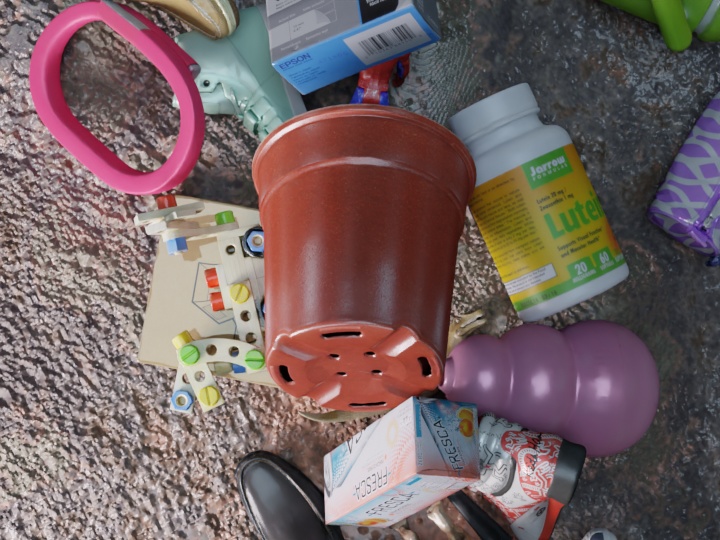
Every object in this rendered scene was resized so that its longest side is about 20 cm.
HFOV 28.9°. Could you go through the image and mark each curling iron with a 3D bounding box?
[{"bbox_3d":[0.136,0.260,1.274,0.025,0.050,0.201,-31,116,10],"label":"curling iron"}]

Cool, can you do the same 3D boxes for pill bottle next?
[{"bbox_3d":[0.158,-0.064,1.285,0.110,0.111,0.202,-24,89,-2],"label":"pill bottle"}]

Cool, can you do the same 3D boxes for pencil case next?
[{"bbox_3d":[0.346,-0.110,1.305,0.083,0.085,0.201,30,87,-2],"label":"pencil case"}]

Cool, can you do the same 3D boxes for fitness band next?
[{"bbox_3d":[-0.221,-0.160,1.281,0.200,0.037,0.144,41,115,17],"label":"fitness band"}]

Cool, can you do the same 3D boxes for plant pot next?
[{"bbox_3d":[0.000,0.000,1.181,0.198,0.201,0.197,3,58,-1],"label":"plant pot"}]

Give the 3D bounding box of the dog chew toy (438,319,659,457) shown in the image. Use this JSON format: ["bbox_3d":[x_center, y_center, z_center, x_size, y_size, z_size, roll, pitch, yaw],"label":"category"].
[{"bbox_3d":[0.167,0.102,1.264,0.198,0.124,0.126,6,88,-15],"label":"dog chew toy"}]

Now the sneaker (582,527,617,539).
[{"bbox_3d":[0.275,0.330,1.294,0.128,0.079,0.201,-9,89,-3],"label":"sneaker"}]

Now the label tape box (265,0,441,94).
[{"bbox_3d":[-0.014,-0.277,1.251,0.142,0.066,0.202,-19,63,23],"label":"label tape box"}]

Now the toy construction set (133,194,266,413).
[{"bbox_3d":[-0.132,0.023,1.270,0.130,0.092,0.202,-14,100,-1],"label":"toy construction set"}]

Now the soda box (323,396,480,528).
[{"bbox_3d":[0.032,0.172,1.225,0.063,0.200,0.069,8,65,-23],"label":"soda box"}]

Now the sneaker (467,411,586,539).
[{"bbox_3d":[0.132,0.186,1.247,0.107,0.202,0.068,20,65,7],"label":"sneaker"}]

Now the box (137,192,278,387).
[{"bbox_3d":[-0.100,0.023,1.322,0.198,0.021,0.165,10,88,-1],"label":"box"}]

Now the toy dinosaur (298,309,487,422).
[{"bbox_3d":[0.047,0.118,1.316,0.199,0.058,0.102,-32,75,-10],"label":"toy dinosaur"}]

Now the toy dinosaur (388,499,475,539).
[{"bbox_3d":[0.086,0.281,1.257,0.135,0.200,0.086,39,58,-2],"label":"toy dinosaur"}]

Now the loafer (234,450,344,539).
[{"bbox_3d":[-0.048,0.254,1.291,0.073,0.072,0.201,-38,89,-1],"label":"loafer"}]

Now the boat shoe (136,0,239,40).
[{"bbox_3d":[-0.200,-0.268,1.264,0.200,0.072,0.076,40,67,10],"label":"boat shoe"}]

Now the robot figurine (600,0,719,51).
[{"bbox_3d":[0.293,-0.285,1.293,0.198,0.116,0.177,22,58,0],"label":"robot figurine"}]

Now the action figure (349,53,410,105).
[{"bbox_3d":[0.008,-0.161,1.316,0.065,0.099,0.202,9,110,-4],"label":"action figure"}]

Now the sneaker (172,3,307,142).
[{"bbox_3d":[-0.110,-0.139,1.299,0.117,0.074,0.202,-17,79,-8],"label":"sneaker"}]
